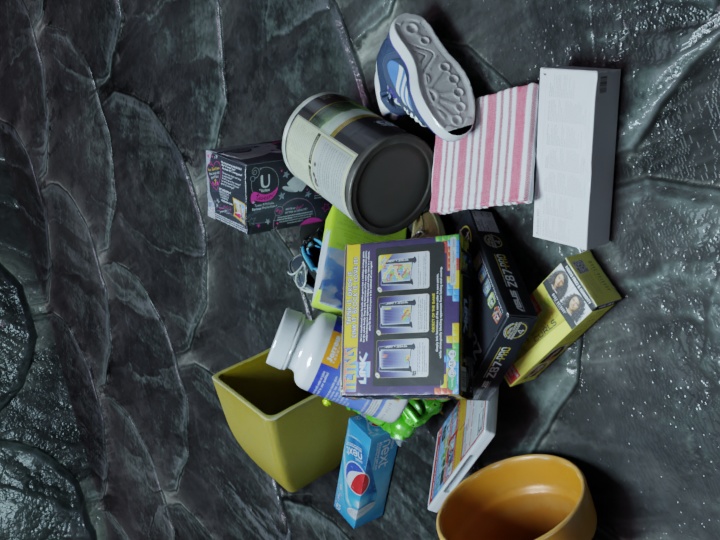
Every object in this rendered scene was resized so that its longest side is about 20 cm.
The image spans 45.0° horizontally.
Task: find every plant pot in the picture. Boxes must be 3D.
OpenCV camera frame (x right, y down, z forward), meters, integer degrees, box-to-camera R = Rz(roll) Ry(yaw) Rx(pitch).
[{"bbox_3d":[0.221,0.371,1.120,0.199,0.199,0.185,-2,116,54],"label":"plant pot"},{"bbox_3d":[-0.121,0.268,1.540,0.194,0.194,0.202,24,128,47],"label":"plant pot"}]

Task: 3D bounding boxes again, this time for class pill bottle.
[{"bbox_3d":[-0.025,0.126,1.209,0.112,0.198,0.113,-158,90,-85],"label":"pill bottle"}]

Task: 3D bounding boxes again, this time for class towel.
[{"bbox_3d":[0.159,-0.150,1.113,0.199,0.030,0.148,-3,81,58],"label":"towel"}]

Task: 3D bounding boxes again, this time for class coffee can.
[{"bbox_3d":[-0.006,-0.158,1.254,0.200,0.145,0.148,40,131,47],"label":"coffee can"}]

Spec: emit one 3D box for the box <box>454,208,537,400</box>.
[{"bbox_3d":[0.155,0.042,1.142,0.201,0.049,0.162,-103,24,-44],"label":"box"}]

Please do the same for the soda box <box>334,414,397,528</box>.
[{"bbox_3d":[0.010,0.336,1.479,0.064,0.067,0.202,37,129,41],"label":"soda box"}]

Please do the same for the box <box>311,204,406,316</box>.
[{"bbox_3d":[0.000,0.000,1.257,0.048,0.121,0.201,120,164,-45],"label":"box"}]

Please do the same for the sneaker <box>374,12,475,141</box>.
[{"bbox_3d":[0.081,-0.230,1.181,0.147,0.080,0.202,113,136,-63],"label":"sneaker"}]

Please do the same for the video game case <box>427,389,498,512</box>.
[{"bbox_3d":[0.146,0.229,1.224,0.144,0.017,0.201,-75,8,-48],"label":"video game case"}]

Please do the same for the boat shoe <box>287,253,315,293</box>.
[{"bbox_3d":[-0.070,0.008,1.450,0.062,0.075,0.200,44,175,-37],"label":"boat shoe"}]

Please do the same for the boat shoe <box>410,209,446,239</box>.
[{"bbox_3d":[0.078,0.003,1.208,0.073,0.062,0.203,129,148,-63],"label":"boat shoe"}]

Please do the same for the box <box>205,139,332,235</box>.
[{"bbox_3d":[-0.134,-0.143,1.403,0.132,0.199,0.116,25,119,46],"label":"box"}]

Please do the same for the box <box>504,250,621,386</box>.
[{"bbox_3d":[0.236,0.064,1.094,0.076,0.050,0.200,61,143,22],"label":"box"}]

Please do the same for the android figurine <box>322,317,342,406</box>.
[{"bbox_3d":[-0.006,0.118,1.348,0.041,0.201,0.181,36,149,-21],"label":"android figurine"}]

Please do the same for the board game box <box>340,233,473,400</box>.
[{"bbox_3d":[0.060,0.063,1.110,0.164,0.057,0.202,-4,76,27],"label":"board game box"}]

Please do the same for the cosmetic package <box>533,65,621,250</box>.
[{"bbox_3d":[0.250,-0.133,1.011,0.082,0.050,0.202,19,116,47],"label":"cosmetic package"}]

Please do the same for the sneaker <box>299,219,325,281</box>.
[{"bbox_3d":[-0.058,-0.037,1.366,0.073,0.082,0.200,-41,38,7],"label":"sneaker"}]

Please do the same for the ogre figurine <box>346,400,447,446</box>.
[{"bbox_3d":[0.069,0.179,1.315,0.200,0.098,0.120,-40,67,6],"label":"ogre figurine"}]
